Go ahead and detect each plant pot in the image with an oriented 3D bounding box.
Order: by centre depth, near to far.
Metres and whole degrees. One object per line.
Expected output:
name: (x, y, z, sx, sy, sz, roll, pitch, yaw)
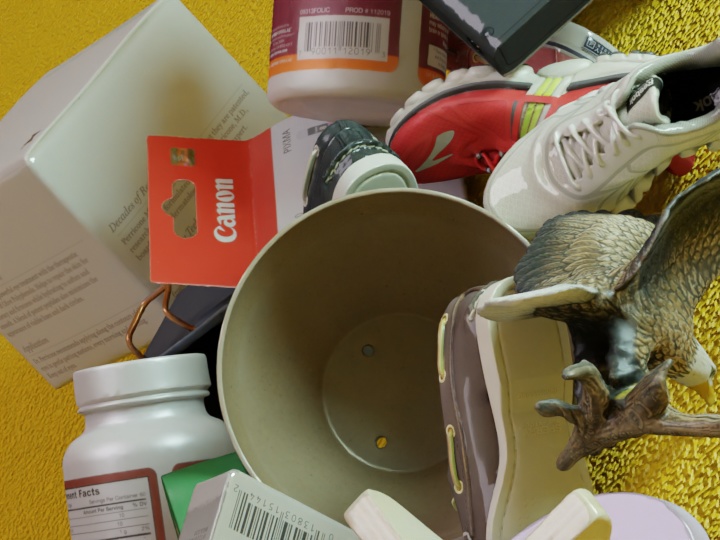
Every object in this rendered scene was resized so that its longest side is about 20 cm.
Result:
plant pot: (0.022, 0.063, 1.568, 0.201, 0.200, 0.134, -64, -4, -7)

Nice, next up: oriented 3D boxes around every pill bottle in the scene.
pill bottle: (-0.123, 0.156, 1.702, 0.112, 0.112, 0.201, -15, 81, 57)
pill bottle: (0.003, -0.199, 1.744, 0.114, 0.114, 0.201, -8, 76, 60)

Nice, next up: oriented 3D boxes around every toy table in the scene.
toy table: (0.073, 0.187, 1.336, 0.184, 0.117, 0.200, 38, 100, 35)

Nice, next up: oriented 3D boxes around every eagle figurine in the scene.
eagle figurine: (0.152, 0.008, 1.410, 0.151, 0.151, 0.201, 85, -157, -56)

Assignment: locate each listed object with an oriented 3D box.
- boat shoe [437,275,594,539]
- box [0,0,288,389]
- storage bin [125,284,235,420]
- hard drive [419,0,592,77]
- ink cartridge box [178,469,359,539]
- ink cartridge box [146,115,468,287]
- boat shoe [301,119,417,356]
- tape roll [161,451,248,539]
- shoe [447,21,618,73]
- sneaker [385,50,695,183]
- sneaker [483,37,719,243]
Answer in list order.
boat shoe: (0.078, 0.106, 1.463, 0.059, 0.072, 0.201, -15, 79, 54)
box: (-0.181, -0.055, 2.006, 0.199, 0.171, 0.200, -24, 24, 52)
storage bin: (-0.075, 0.043, 1.813, 0.200, 0.145, 0.135, -37, 23, 40)
hard drive: (0.071, -0.222, 1.629, 0.139, 0.033, 0.200, -42, 57, -4)
ink cartridge box: (-0.018, 0.224, 1.421, 0.045, 0.200, 0.177, -26, 41, 51)
ink cartridge box: (-0.033, -0.050, 1.754, 0.163, 0.199, 0.057, -97, 18, -52)
boat shoe: (0.000, 0.000, 1.656, 0.060, 0.075, 0.201, 54, 147, 44)
tape roll: (-0.062, 0.204, 1.549, 0.048, 0.201, 0.201, -17, 29, -5)
shoe: (0.083, -0.113, 1.743, 0.091, 0.071, 0.200, -60, 28, -7)
sneaker: (0.103, -0.072, 1.597, 0.199, 0.077, 0.085, -10, 61, 25)
sneaker: (0.146, -0.077, 1.507, 0.200, 0.081, 0.075, -29, 75, 24)
